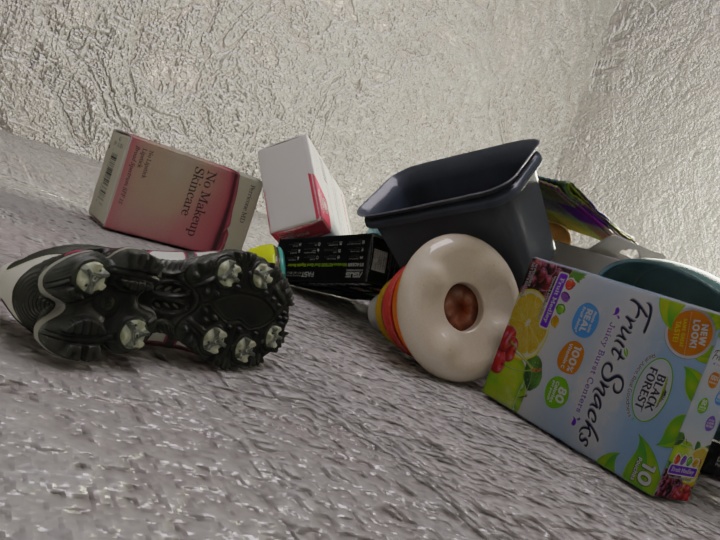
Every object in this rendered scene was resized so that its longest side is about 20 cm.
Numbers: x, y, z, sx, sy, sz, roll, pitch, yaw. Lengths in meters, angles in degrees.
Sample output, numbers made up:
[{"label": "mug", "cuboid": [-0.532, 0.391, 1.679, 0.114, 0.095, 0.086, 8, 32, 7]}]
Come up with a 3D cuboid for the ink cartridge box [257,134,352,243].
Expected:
[{"label": "ink cartridge box", "cuboid": [-0.076, -0.089, 1.039, 0.085, 0.146, 0.200, -16, -23, 11]}]

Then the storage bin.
[{"label": "storage bin", "cuboid": [0.122, -0.052, 0.775, 0.200, 0.135, 0.146, -7, 29, 39]}]

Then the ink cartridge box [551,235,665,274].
[{"label": "ink cartridge box", "cuboid": [0.294, 0.058, 0.846, 0.128, 0.201, 0.125, 16, 5, -35]}]

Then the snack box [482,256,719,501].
[{"label": "snack box", "cuboid": [0.205, 0.080, 0.579, 0.053, 0.143, 0.200, 16, 5, -32]}]

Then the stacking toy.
[{"label": "stacking toy", "cuboid": [0.061, 0.043, 0.743, 0.146, 0.147, 0.200, 17, -13, -26]}]

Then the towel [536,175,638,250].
[{"label": "towel", "cuboid": [0.247, -0.083, 0.847, 0.200, 0.023, 0.144, 26, 4, -40]}]

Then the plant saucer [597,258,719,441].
[{"label": "plant saucer", "cuboid": [0.295, 0.065, 0.601, 0.200, 0.036, 0.200, 49, -18, 21]}]

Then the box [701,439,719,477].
[{"label": "box", "cuboid": [0.361, 0.181, 0.708, 0.199, 0.036, 0.143, 19, 3, -12]}]

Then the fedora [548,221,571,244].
[{"label": "fedora", "cuboid": [0.214, 0.019, 0.930, 0.200, 0.201, 0.082, 14, 41, -50]}]

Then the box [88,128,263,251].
[{"label": "box", "cuboid": [-0.261, -0.105, 0.966, 0.200, 0.128, 0.109, 15, 6, -35]}]

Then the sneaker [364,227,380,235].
[{"label": "sneaker", "cuboid": [0.054, -0.053, 0.943, 0.082, 0.074, 0.200, -16, -4, -41]}]

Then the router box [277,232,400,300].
[{"label": "router box", "cuboid": [0.000, 0.000, 0.910, 0.150, 0.062, 0.200, 14, -10, -41]}]

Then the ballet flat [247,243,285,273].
[{"label": "ballet flat", "cuboid": [-0.117, 0.003, 0.758, 0.067, 0.067, 0.200, -3, 4, -6]}]

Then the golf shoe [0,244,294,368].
[{"label": "golf shoe", "cuboid": [-0.125, 0.015, 0.436, 0.088, 0.077, 0.200, 13, -1, 37]}]
